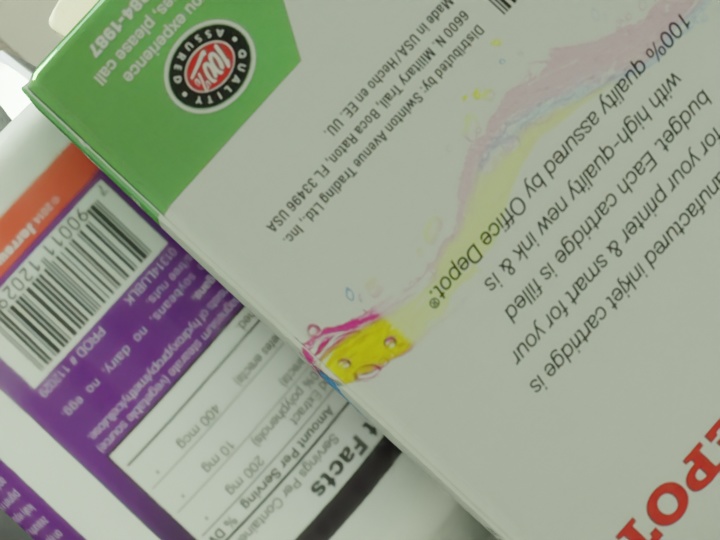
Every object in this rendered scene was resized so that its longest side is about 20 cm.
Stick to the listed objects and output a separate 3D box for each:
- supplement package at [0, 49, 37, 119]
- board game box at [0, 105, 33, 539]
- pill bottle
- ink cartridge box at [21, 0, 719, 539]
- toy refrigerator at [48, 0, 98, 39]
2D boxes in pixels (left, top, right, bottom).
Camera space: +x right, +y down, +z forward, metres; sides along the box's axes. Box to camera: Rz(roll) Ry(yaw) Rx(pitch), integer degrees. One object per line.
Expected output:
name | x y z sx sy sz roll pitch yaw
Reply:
supplement package | -0.099 0.029 1.228 0.152 0.150 0.200 -55 -28 4
board game box | -0.109 0.071 0.962 0.026 0.200 0.201 -12 49 20
pill bottle | -0.037 0.046 0.772 0.111 0.200 0.111 -46 4 4
ink cartridge box | 0.040 -0.027 0.685 0.145 0.200 0.084 -47 1 -3
toy refrigerator | 0.014 -0.036 0.796 0.070 0.199 0.076 -57 -18 -3
